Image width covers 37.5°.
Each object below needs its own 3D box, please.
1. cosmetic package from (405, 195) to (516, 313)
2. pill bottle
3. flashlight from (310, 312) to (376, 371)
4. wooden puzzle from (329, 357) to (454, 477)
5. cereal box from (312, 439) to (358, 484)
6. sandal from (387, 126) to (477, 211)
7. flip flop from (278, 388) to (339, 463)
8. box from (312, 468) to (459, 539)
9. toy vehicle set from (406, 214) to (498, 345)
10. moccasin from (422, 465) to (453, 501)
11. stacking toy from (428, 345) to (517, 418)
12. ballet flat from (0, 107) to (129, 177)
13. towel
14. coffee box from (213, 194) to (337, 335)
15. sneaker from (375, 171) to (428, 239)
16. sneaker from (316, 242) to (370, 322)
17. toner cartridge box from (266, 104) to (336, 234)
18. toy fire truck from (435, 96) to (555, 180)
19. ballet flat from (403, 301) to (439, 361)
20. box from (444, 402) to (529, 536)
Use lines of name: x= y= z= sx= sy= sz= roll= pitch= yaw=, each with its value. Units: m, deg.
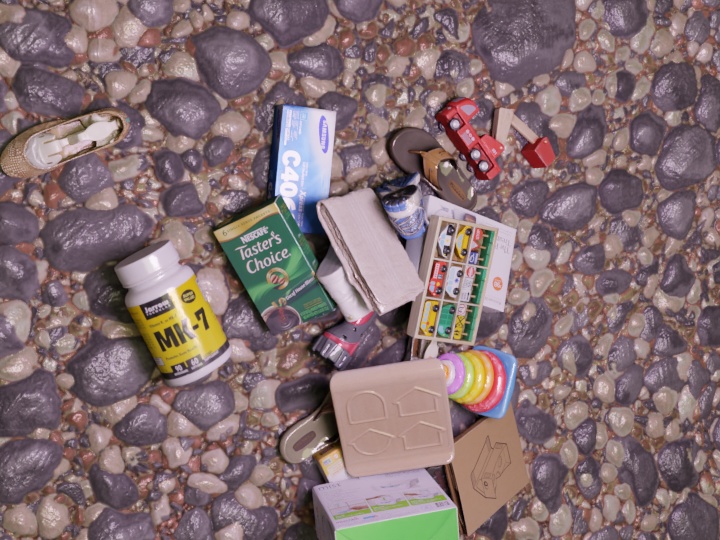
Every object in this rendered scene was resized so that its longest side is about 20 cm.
cosmetic package: x=0.168 y=-0.025 z=1.805 sx=0.199 sy=0.052 sz=0.152 roll=18 pitch=78 yaw=-32
pill bottle: x=-0.287 y=0.063 z=1.613 sx=0.114 sy=0.114 sz=0.201 roll=-30 pitch=105 yaw=-18
flashlight: x=-0.002 y=0.068 z=1.760 sx=0.068 sy=0.068 sz=0.201 roll=36 pitch=80 yaw=-10
wooden puzzle: x=0.053 y=0.234 z=1.723 sx=0.183 sy=0.046 sz=0.202 roll=-9 pitch=118 yaw=1
cereal box: x=0.023 y=0.365 z=1.808 sx=0.143 sy=0.039 sz=0.201 roll=-30 pitch=105 yaw=-16
sandal: x=0.132 y=-0.169 z=1.803 sx=0.200 sy=0.055 sz=0.082 roll=46 pitch=77 yaw=-20
flip flop: x=-0.049 y=0.249 z=1.759 sx=0.199 sy=0.057 sz=0.081 roll=-37 pitch=107 yaw=-16
box: x=0.037 y=0.401 z=1.698 sx=0.198 sy=0.176 sz=0.098 roll=-8 pitch=102 yaw=-14
toy vehicle set: x=0.152 y=0.017 z=1.739 sx=0.123 sy=0.026 sz=0.202 roll=8 pitch=96 yaw=-31
moccasin: x=0.135 y=0.339 z=1.842 sx=0.073 sy=0.078 sz=0.202 roll=-32 pitch=110 yaw=-2
stacking toy: x=0.161 y=0.178 z=1.782 sx=0.199 sy=0.109 sz=0.117 roll=14 pitch=89 yaw=-45
ballet flat: x=-0.431 y=-0.192 z=1.556 sx=0.199 sy=0.065 sz=0.071 roll=-28 pitch=105 yaw=-18
towel: x=0.017 y=-0.032 z=1.663 sx=0.132 sy=0.034 sz=0.201 roll=-20 pitch=81 yaw=-51
coffee box: x=-0.133 y=-0.006 z=1.678 sx=0.122 sy=0.044 sz=0.201 roll=-22 pitch=106 yaw=19
sneaker: x=0.071 y=-0.099 z=1.717 sx=0.076 sy=0.200 sz=0.086 roll=-18 pitch=106 yaw=10
sneaker: x=0.000 y=0.000 z=1.722 sx=0.116 sy=0.073 sz=0.200 roll=60 pitch=36 yaw=-23
toner cartridge box: x=-0.098 y=-0.162 z=1.712 sx=0.094 sy=0.043 sz=0.202 roll=4 pitch=93 yaw=-24
toy fire truck: x=0.235 y=-0.234 z=1.845 sx=0.141 sy=0.049 sz=0.200 roll=-42 pitch=108 yaw=-15
ballet flat: x=0.118 y=0.095 z=1.814 sx=0.067 sy=0.064 sz=0.202 roll=8 pitch=91 yaw=-23
box: x=0.221 y=0.344 z=1.857 sx=0.199 sy=0.021 sz=0.165 roll=-27 pitch=107 yaw=-46
